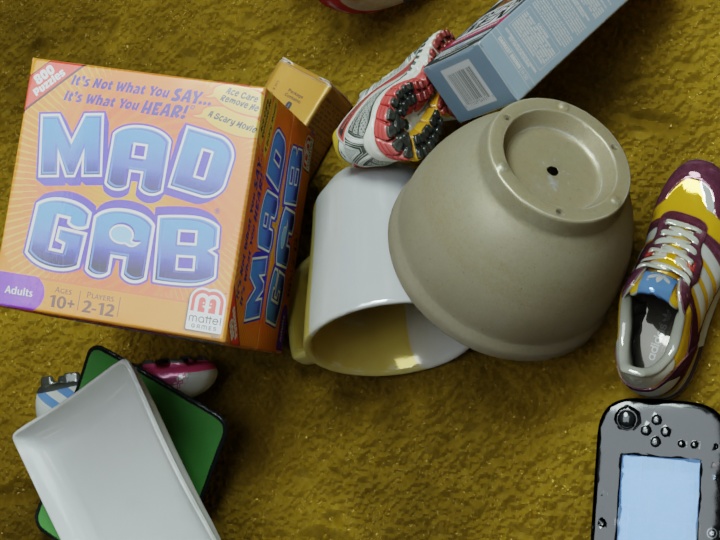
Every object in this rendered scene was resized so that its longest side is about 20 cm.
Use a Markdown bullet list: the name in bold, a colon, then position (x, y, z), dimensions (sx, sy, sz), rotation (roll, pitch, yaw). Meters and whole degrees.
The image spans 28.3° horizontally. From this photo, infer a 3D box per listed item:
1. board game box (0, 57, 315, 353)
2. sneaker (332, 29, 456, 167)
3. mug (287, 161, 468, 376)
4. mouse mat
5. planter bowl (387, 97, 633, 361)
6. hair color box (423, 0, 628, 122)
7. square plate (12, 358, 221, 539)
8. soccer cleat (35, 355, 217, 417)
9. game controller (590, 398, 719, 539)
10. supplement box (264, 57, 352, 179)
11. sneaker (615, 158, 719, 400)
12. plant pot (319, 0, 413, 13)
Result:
- **board game box**: position (-0.166, -0.047, 1.206), dimensions (0.197, 0.200, 0.203), rotation (8, 86, 11)
- **sneaker**: position (0.038, -0.149, 1.237), dimensions (0.081, 0.200, 0.079), rotation (-13, 108, 34)
- **mug**: position (0.002, -0.005, 1.234), dimensions (0.184, 0.150, 0.155), rotation (-13, 63, 14)
- **mouse mat**: position (-0.213, 0.188, 1.306), dimensions (0.160, 0.008, 0.202), rotation (27, 109, 19)
- **planter bowl**: position (0.135, -0.049, 1.129), dimensions (0.198, 0.135, 0.202), rotation (10, 54, -13)
- **hair color box**: position (0.154, -0.213, 1.190), dimensions (0.200, 0.099, 0.061), rotation (-42, 103, -22)
- **square plate**: position (-0.212, 0.199, 1.268), dimensions (0.199, 0.028, 0.200), rotation (-31, 85, 40)
- **soccer cleat**: position (-0.217, 0.131, 1.343), dimensions (0.198, 0.070, 0.088), rotation (-10, 86, 25)
- **game controller**: position (0.234, 0.203, 1.122), dimensions (0.103, 0.042, 0.203), rotation (0, 79, 25)
- **supplement box**: position (-0.089, -0.092, 1.338), dimensions (0.066, 0.069, 0.202), rotation (30, 91, 27)
- **sneaker**: position (0.253, 0.002, 1.141), dimensions (0.074, 0.090, 0.203), rotation (9, 81, 25)
- **plant pot**: position (0.001, -0.352, 1.293), dimensions (0.199, 0.200, 0.184), rotation (-33, 68, 13)
